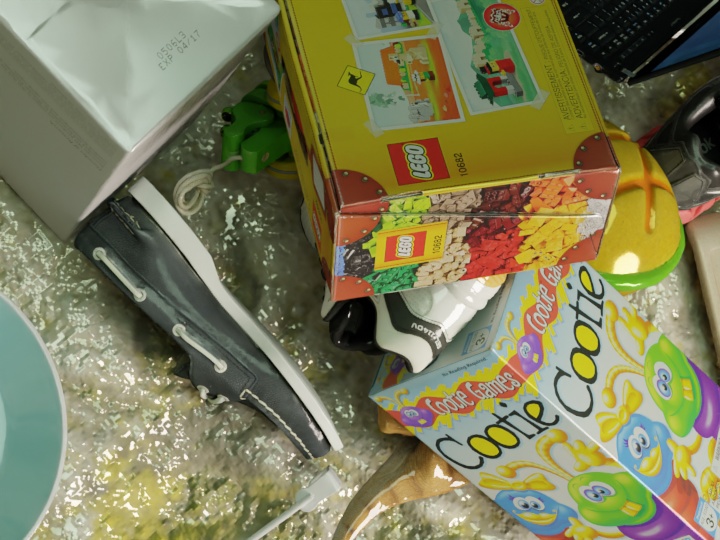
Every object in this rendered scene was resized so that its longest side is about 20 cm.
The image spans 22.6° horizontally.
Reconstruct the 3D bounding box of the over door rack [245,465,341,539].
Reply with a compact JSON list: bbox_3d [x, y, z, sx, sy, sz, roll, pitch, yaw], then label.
[{"bbox_3d":[-0.049,0.223,1.005,0.199,0.067,0.148,-36,91,-13],"label":"over door rack"}]

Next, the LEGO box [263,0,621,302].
[{"bbox_3d":[0.035,-0.096,0.956,0.148,0.077,0.201,-8,55,-9],"label":"LEGO box"}]

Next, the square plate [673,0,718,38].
[{"bbox_3d":[0.244,-0.214,1.219,0.198,0.029,0.199,6,50,-15],"label":"square plate"}]

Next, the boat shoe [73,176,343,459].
[{"bbox_3d":[-0.088,0.040,1.053,0.060,0.076,0.200,-39,98,-5],"label":"boat shoe"}]

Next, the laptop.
[{"bbox_3d":[0.191,-0.194,1.083,0.199,0.104,0.177,37,42,13],"label":"laptop"}]

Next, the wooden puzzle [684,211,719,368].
[{"bbox_3d":[0.323,0.044,1.215,0.184,0.037,0.202,-10,80,-21],"label":"wooden puzzle"}]

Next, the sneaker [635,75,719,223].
[{"bbox_3d":[0.261,-0.105,1.197,0.200,0.098,0.071,-37,89,-25],"label":"sneaker"}]

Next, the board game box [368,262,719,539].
[{"bbox_3d":[0.119,0.078,1.057,0.200,0.103,0.105,40,50,-24],"label":"board game box"}]

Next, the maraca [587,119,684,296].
[{"bbox_3d":[0.110,-0.052,1.128,0.199,0.107,0.137,28,39,9],"label":"maraca"}]

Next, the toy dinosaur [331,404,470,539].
[{"bbox_3d":[0.036,0.114,1.082,0.199,0.060,0.107,-25,87,-23],"label":"toy dinosaur"}]

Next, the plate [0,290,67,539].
[{"bbox_3d":[-0.264,0.089,1.000,0.198,0.026,0.202,5,75,-19],"label":"plate"}]

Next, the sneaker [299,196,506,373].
[{"bbox_3d":[0.000,0.000,1.033,0.076,0.200,0.088,38,84,-25],"label":"sneaker"}]

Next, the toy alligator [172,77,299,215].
[{"bbox_3d":[-0.057,-0.089,1.091,0.054,0.060,0.199,30,42,30],"label":"toy alligator"}]

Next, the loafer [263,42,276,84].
[{"bbox_3d":[0.034,-0.140,1.075,0.199,0.071,0.073,-9,54,-32],"label":"loafer"}]

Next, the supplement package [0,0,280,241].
[{"bbox_3d":[-0.148,-0.117,0.997,0.120,0.200,0.121,45,68,-4],"label":"supplement package"}]
